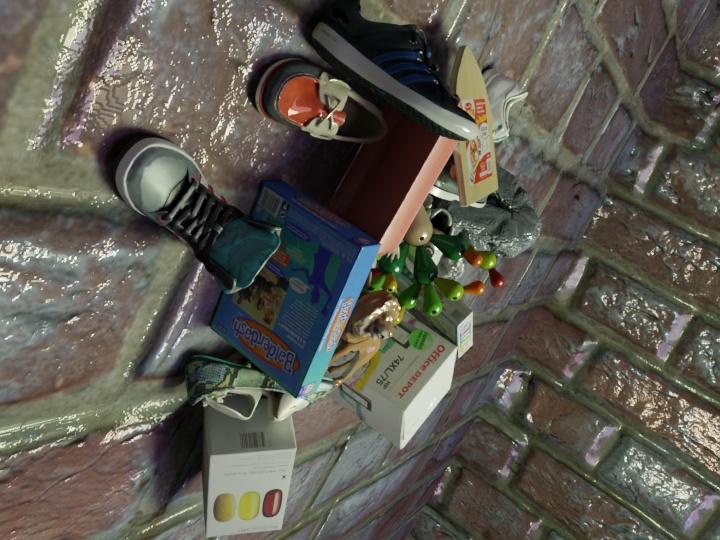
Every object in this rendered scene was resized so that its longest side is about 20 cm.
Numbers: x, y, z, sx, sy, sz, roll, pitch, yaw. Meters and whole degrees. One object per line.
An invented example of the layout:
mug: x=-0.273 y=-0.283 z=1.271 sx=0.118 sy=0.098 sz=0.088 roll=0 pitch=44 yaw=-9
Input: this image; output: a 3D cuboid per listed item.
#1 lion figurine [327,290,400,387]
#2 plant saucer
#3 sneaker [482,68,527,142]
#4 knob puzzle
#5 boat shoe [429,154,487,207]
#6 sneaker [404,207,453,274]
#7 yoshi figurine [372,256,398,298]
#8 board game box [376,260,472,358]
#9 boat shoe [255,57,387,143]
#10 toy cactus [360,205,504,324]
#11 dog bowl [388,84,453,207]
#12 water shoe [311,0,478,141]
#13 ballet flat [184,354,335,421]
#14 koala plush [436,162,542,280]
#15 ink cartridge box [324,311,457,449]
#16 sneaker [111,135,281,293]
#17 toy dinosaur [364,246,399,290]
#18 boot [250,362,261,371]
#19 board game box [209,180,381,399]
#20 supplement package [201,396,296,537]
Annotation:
lion figurine: x=-0.005 y=0.088 z=0.976 sx=0.122 sy=0.073 sz=0.200 roll=-33 pitch=167 yaw=-8
plant saucer: x=0.042 y=-0.121 z=0.885 sx=0.037 sy=0.200 sz=0.200 roll=27 pitch=97 yaw=-25
sneaker: x=0.192 y=-0.221 z=1.174 sx=0.201 sy=0.088 sz=0.075 roll=-59 pitch=159 yaw=4
knob puzzle: x=0.141 y=-0.196 z=0.980 sx=0.219 sy=0.030 sz=0.221 roll=-3 pitch=90 yaw=-65
boat shoe: x=0.143 y=-0.136 z=1.054 sx=0.200 sy=0.073 sz=0.062 roll=0 pitch=121 yaw=-57
sneaker: x=0.111 y=-0.063 z=1.139 sx=0.089 sy=0.074 sz=0.200 roll=-53 pitch=-167 yaw=21
yoshi figurine: x=0.015 y=0.000 z=1.093 sx=0.201 sy=0.112 sz=0.112 roll=95 pitch=19 yaw=-45
board game box: x=0.095 y=0.040 z=1.168 sx=0.034 sy=0.200 sz=0.135 roll=-42 pitch=155 yaw=-13
boat shoe: x=-0.037 y=-0.175 z=0.791 sx=0.071 sy=0.062 sz=0.200 roll=-61 pitch=157 yaw=14
toy cactus: x=0.088 y=-0.020 z=1.010 sx=0.199 sy=0.166 sz=0.102 roll=-14 pitch=179 yaw=2
dog bowl: x=0.086 y=-0.177 z=1.051 sx=0.200 sy=0.059 sz=0.200 roll=-46 pitch=156 yaw=-27
water shoe: x=0.047 y=-0.209 z=0.742 sx=0.079 sy=0.200 sz=0.072 roll=-57 pitch=-177 yaw=3
ballet flat: x=-0.125 y=0.156 z=0.919 sx=0.199 sy=0.074 sz=0.074 roll=13 pitch=115 yaw=-24
koala plush: x=0.203 y=-0.073 z=1.314 sx=0.178 sy=0.183 sz=0.200 roll=-62 pitch=-175 yaw=-31
ink cartridge box: x=0.034 y=0.155 z=1.196 sx=0.147 sy=0.200 sz=0.146 roll=-46 pitch=155 yaw=-27
sneaker: x=-0.138 y=-0.040 z=0.679 sx=0.084 sy=0.121 sz=0.200 roll=-54 pitch=158 yaw=-7
toy dinosaur: x=0.009 y=-0.037 z=0.953 sx=0.201 sy=0.058 sz=0.101 roll=-61 pitch=-157 yaw=8
boot: x=-0.079 y=0.050 z=0.998 sx=0.154 sy=0.073 sz=0.204 roll=-42 pitch=155 yaw=-43
board game box: x=-0.080 y=0.021 z=0.839 sx=0.045 sy=0.152 sz=0.201 roll=-11 pitch=130 yaw=-57
supplement package: x=-0.158 y=0.261 z=1.000 sx=0.113 sy=0.110 sz=0.201 roll=-1 pitch=133 yaw=-15
